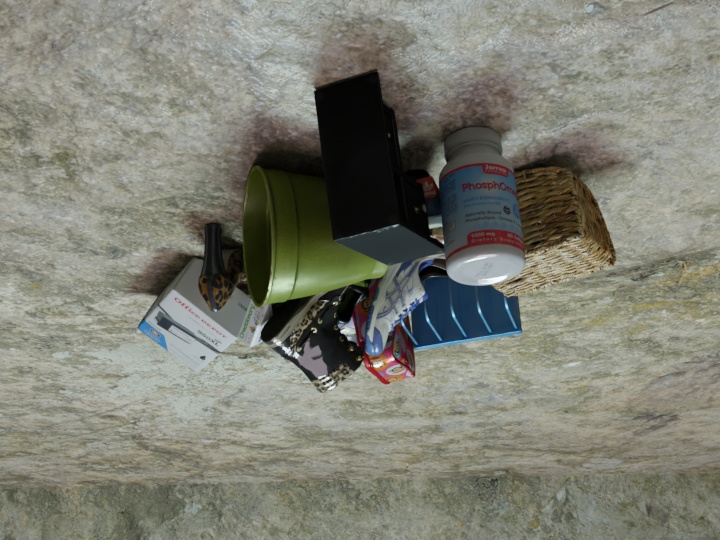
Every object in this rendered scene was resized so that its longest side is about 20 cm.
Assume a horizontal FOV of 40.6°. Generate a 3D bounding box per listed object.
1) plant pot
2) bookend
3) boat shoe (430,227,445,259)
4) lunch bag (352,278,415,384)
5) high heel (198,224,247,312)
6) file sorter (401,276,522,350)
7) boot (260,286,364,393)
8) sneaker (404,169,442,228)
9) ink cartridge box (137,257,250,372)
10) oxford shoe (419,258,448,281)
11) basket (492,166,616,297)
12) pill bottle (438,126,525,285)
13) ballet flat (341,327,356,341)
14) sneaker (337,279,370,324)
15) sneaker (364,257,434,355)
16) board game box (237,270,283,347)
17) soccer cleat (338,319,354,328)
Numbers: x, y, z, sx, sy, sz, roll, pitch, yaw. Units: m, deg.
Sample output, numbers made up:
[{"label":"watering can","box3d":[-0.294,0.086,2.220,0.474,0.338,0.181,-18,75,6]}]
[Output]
[{"label":"plant pot","box3d":[-0.060,-0.052,1.424,0.191,0.203,0.201,-2,157,-19]},{"label":"bookend","box3d":[0.029,-0.126,1.292,0.091,0.201,0.200,-13,166,20]},{"label":"boat shoe","box3d":[0.138,-0.060,1.583,0.198,0.076,0.072,16,122,-20]},{"label":"lunch bag","box3d":[0.047,0.097,1.753,0.081,0.202,0.176,-15,153,15]},{"label":"high heel","box3d":[-0.221,0.028,1.625,0.071,0.144,0.200,-8,156,11]},{"label":"file sorter","box3d":[0.170,0.041,1.721,0.198,0.140,0.123,-11,152,16]},{"label":"boot","box3d":[-0.045,0.084,1.540,0.151,0.200,0.073,51,165,-28]},{"label":"sneaker","box3d":[0.075,-0.108,1.452,0.074,0.086,0.200,-12,-172,-18]},{"label":"ink cartridge box","box3d":[-0.294,0.083,1.745,0.144,0.085,0.200,38,143,-11]},{"label":"oxford shoe","box3d":[0.067,-0.011,1.654,0.197,0.085,0.073,-5,158,7]},{"label":"basket","box3d":[0.267,-0.063,1.491,0.198,0.144,0.149,-21,153,29]},{"label":"pill bottle","box3d":[0.163,-0.090,1.341,0.107,0.202,0.109,-3,157,-1]},{"label":"ballet flat","box3d":[-0.055,0.106,1.921,0.198,0.074,0.073,5,155,-13]},{"label":"sneaker","box3d":[0.000,0.000,1.596,0.070,0.083,0.201,12,113,-32]},{"label":"sneaker","box3d":[0.064,0.046,1.578,0.087,0.202,0.075,17,169,2]},{"label":"board game box","box3d":[-0.111,0.036,1.584,0.199,0.034,0.127,-27,146,-54]},{"label":"soccer cleat","box3d":[-0.033,0.076,1.824,0.199,0.069,0.073,-3,146,-52]}]
